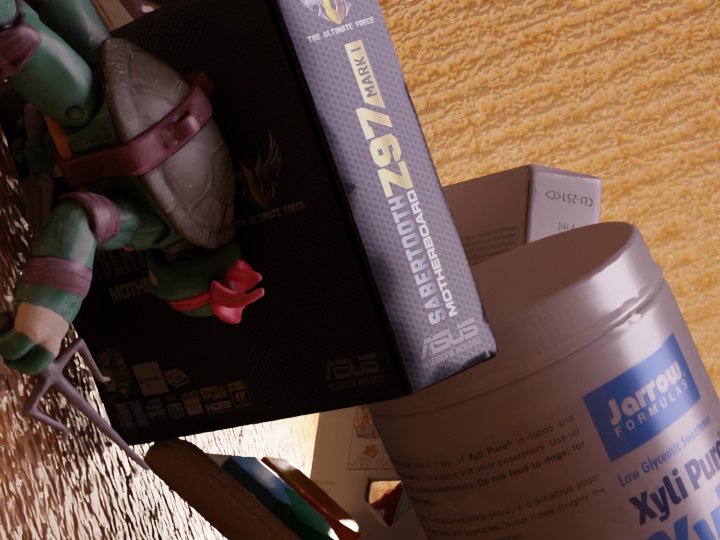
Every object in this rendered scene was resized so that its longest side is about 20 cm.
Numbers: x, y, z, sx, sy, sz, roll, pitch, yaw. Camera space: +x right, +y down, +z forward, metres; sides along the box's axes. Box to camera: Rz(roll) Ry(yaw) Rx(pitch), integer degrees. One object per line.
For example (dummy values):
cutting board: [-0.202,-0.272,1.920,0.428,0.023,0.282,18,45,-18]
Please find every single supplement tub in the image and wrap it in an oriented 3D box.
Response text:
supplement tub: [0.092,0.096,0.888,0.132,0.132,0.200,-104,169,-79]

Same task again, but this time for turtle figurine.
turtle figurine: [-0.096,-0.041,0.767,0.150,0.101,0.200,-107,171,-68]

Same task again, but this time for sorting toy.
sorting toy: [-0.001,0.137,0.975,0.185,0.036,0.200,41,-3,11]

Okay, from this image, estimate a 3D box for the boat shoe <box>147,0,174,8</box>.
boat shoe: [-0.121,-0.184,1.059,0.200,0.072,0.076,45,-11,11]

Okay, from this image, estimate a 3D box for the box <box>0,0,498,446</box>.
box: [-0.051,-0.022,0.839,0.200,0.051,0.158,-13,-84,51]

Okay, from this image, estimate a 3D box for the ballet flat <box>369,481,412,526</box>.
ballet flat: [0.033,0.134,1.100,0.072,0.200,0.072,25,47,-30]

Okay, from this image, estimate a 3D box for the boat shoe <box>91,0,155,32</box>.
boat shoe: [-0.119,-0.090,0.970,0.202,0.075,0.075,43,-4,32]

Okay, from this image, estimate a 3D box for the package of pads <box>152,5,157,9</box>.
package of pads: [-0.092,-0.171,1.179,0.200,0.068,0.155,21,-27,26]

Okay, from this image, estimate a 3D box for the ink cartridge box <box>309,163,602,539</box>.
ink cartridge box: [0.039,0.049,1.067,0.200,0.045,0.177,-11,-109,63]
